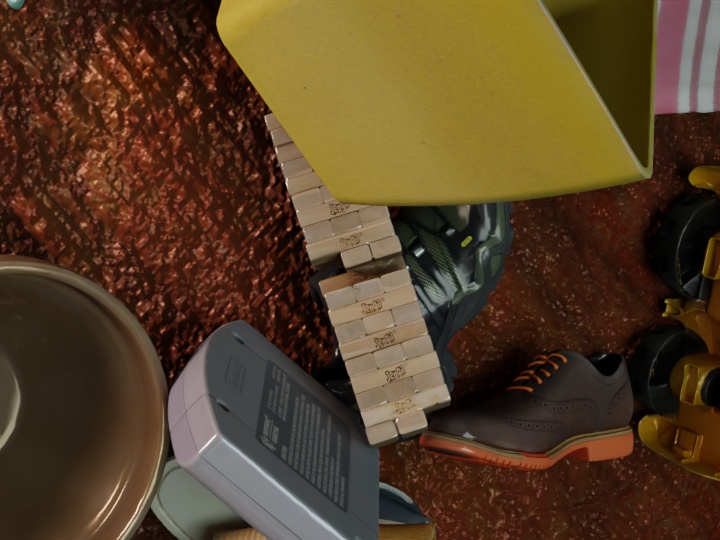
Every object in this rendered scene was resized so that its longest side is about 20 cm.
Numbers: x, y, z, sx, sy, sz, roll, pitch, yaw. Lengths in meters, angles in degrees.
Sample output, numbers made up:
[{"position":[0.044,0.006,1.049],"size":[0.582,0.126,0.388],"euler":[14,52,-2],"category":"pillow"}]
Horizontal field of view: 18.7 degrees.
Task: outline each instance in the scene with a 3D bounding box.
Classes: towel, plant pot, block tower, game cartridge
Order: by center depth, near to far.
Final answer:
[{"position":[0.038,-0.149,1.183],"size":[0.176,0.200,0.200],"euler":[-21,125,25],"category":"plant pot"},{"position":[-0.213,0.084,1.212],"size":[0.200,0.093,0.202],"euler":[-8,107,-27],"category":"plant pot"},{"position":[-0.047,0.097,1.229],"size":[0.040,0.200,0.133],"euler":[-44,100,12],"category":"game cartridge"},{"position":[0.000,0.000,1.281],"size":[0.054,0.058,0.201],"euler":[-18,83,-1],"category":"block tower"},{"position":[0.208,-0.141,1.335],"size":[0.199,0.030,0.147],"euler":[-3,147,3],"category":"towel"}]

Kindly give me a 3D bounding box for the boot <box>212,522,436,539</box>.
[{"position":[-0.012,0.229,1.318],"size":[0.143,0.071,0.202],"euler":[1,128,5],"category":"boot"}]

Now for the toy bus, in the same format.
[{"position":[0.294,0.038,1.479],"size":[0.191,0.135,0.201],"euler":[2,104,-46],"category":"toy bus"}]

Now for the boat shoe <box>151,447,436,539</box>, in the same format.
[{"position":[-0.041,0.142,1.336],"size":[0.199,0.062,0.075],"euler":[16,119,-24],"category":"boat shoe"}]

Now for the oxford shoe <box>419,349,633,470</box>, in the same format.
[{"position":[0.106,0.086,1.394],"size":[0.200,0.071,0.073],"euler":[-2,98,-53],"category":"oxford shoe"}]

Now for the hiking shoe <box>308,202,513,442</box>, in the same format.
[{"position":[0.024,0.005,1.336],"size":[0.100,0.076,0.201],"euler":[13,97,-35],"category":"hiking shoe"}]

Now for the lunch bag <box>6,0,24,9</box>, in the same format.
[{"position":[-0.171,-0.265,1.128],"size":[0.170,0.122,0.200],"euler":[-34,110,-2],"category":"lunch bag"}]
